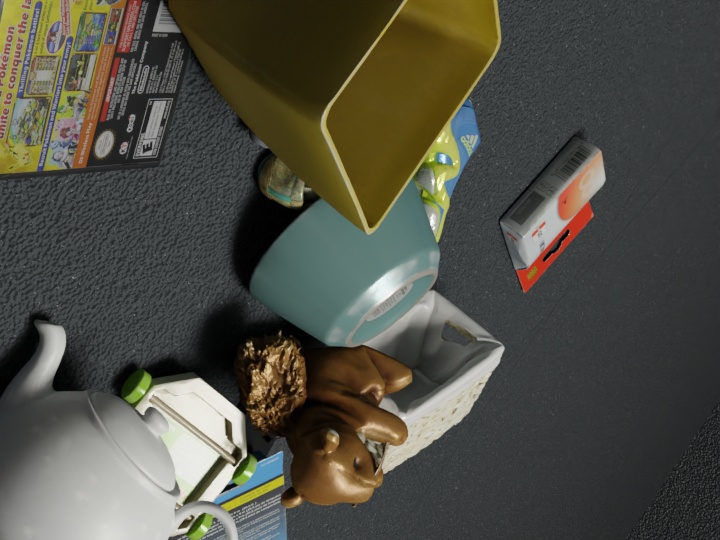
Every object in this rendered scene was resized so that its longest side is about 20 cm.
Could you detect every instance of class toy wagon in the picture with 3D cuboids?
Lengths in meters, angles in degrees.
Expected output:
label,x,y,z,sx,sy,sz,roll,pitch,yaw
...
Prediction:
label,x,y,z,sx,sy,sz,roll,pitch,yaw
toy wagon,-0.200,0.196,1.084,0.155,0.040,0.200,43,81,-25

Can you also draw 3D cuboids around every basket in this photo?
label,x,y,z,sx,sy,sz,roll,pitch,yaw
basket,0.051,0.133,1.333,0.199,0.135,0.124,-28,146,-40

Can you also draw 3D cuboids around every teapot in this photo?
label,x,y,z,sx,sy,sz,roll,pitch,yaw
teapot,-0.217,0.174,0.946,0.146,0.198,0.200,-39,139,-4

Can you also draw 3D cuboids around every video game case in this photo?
label,x,y,z,sx,sy,sz,roll,pitch,yaw
video game case,-0.197,-0.162,0.818,0.180,0.025,0.201,-12,130,-49

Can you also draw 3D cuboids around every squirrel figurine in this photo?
label,x,y,z,sx,sy,sz,roll,pitch,yaw
squirrel figurine,-0.053,0.150,1.120,0.142,0.199,0.187,-52,-171,23

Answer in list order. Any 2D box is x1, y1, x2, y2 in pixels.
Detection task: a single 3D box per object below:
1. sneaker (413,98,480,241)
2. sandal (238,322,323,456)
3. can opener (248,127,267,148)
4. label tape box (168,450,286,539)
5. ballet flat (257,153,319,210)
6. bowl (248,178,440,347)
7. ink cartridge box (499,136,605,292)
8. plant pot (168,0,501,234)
label,x,y,z,sx,sy,sz,roll,pitch,yaw
sneaker,0.086,-0.099,1.218,0.105,0.076,0.201,-25,138,-40
sandal,-0.084,0.131,1.243,0.076,0.043,0.201,2,119,-54
can opener,-0.031,-0.192,0.988,0.067,0.053,0.201,15,107,-58
label tape box,-0.157,0.263,1.228,0.143,0.063,0.201,-21,138,-23
ballet flat,-0.008,-0.118,1.080,0.200,0.071,0.071,-36,145,-28
bowl,0.000,0.000,1.109,0.200,0.105,0.201,-36,166,-11
ink cartridge box,0.269,-0.061,1.531,0.162,0.050,0.200,-47,145,-11
plant pot,-0.024,-0.183,0.856,0.201,0.176,0.200,-55,161,-12
